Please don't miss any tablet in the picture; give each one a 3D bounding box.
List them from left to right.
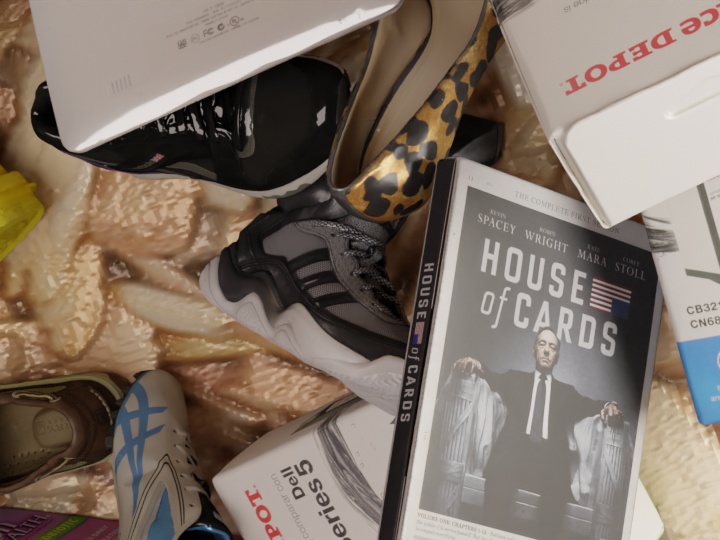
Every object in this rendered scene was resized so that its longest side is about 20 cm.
[{"bbox_3d":[-0.080,-0.153,1.279,0.199,0.014,0.131,-23,64,15],"label":"tablet"}]

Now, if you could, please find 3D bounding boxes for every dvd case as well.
[{"bbox_3d":[0.085,0.059,1.244,0.025,0.150,0.201,-6,70,53],"label":"dvd case"}]

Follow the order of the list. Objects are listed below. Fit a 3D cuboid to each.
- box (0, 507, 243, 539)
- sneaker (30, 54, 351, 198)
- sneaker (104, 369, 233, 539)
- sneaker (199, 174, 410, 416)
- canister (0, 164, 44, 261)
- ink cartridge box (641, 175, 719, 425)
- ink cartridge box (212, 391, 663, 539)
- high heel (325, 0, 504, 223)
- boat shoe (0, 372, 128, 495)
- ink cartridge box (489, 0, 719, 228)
[{"bbox_3d":[-0.163,0.247,1.479,0.199,0.097,0.177,3,107,22],"label":"box"},{"bbox_3d":[-0.096,-0.078,1.318,0.199,0.087,0.076,-3,84,43],"label":"sneaker"},{"bbox_3d":[-0.105,0.134,1.382,0.072,0.201,0.072,-11,133,7],"label":"sneaker"},{"bbox_3d":[0.000,0.000,1.303,0.200,0.075,0.114,28,86,48],"label":"sneaker"},{"bbox_3d":[-0.300,-0.065,1.450,0.148,0.087,0.200,-42,85,27],"label":"canister"},{"bbox_3d":[0.217,-0.040,1.230,0.145,0.084,0.201,-13,101,26],"label":"ink cartridge box"},{"bbox_3d":[0.041,0.128,1.359,0.199,0.084,0.146,-27,94,28],"label":"ink cartridge box"},{"bbox_3d":[0.025,-0.128,1.252,0.071,0.142,0.201,7,109,32],"label":"high heel"},{"bbox_3d":[-0.233,0.105,1.474,0.202,0.075,0.075,-20,90,26],"label":"boat shoe"},{"bbox_3d":[0.135,-0.141,1.156,0.145,0.084,0.201,-26,51,9],"label":"ink cartridge box"}]
